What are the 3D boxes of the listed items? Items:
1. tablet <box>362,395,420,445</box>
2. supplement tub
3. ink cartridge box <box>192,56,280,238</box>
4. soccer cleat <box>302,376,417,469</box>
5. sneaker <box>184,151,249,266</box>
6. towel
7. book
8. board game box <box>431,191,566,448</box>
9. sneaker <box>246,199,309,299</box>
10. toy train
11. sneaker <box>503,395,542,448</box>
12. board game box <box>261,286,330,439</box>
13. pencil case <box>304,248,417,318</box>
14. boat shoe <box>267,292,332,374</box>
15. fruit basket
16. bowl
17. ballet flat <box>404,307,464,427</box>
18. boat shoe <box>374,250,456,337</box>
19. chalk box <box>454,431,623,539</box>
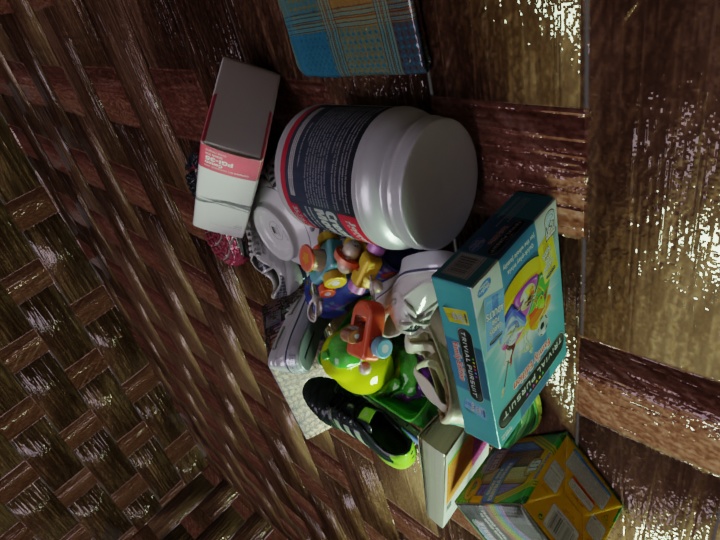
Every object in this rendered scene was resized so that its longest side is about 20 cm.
[{"bbox_3d":[0.086,0.263,0.893,0.128,0.014,0.200,24,163,43],"label":"tablet"},{"bbox_3d":[0.012,-0.103,0.601,0.197,0.140,0.143,18,136,44],"label":"supplement tub"},{"bbox_3d":[-0.177,-0.161,0.780,0.080,0.150,0.201,12,151,-14],"label":"ink cartridge box"},{"bbox_3d":[-0.002,0.207,0.802,0.197,0.068,0.082,31,153,19],"label":"soccer cleat"},{"bbox_3d":[-0.218,-0.106,0.907,0.080,0.073,0.205,-35,71,45],"label":"sneaker"},{"bbox_3d":[-0.017,-0.276,0.581,0.197,0.022,0.150,17,136,43],"label":"towel"},{"bbox_3d":[0.145,0.266,0.811,0.047,0.133,0.204,26,140,35],"label":"book"},{"bbox_3d":[0.149,0.050,0.561,0.046,0.150,0.204,16,135,42],"label":"board game box"},{"bbox_3d":[-0.159,-0.054,0.945,0.204,0.079,0.076,61,155,-1],"label":"sneaker"},{"bbox_3d":[-0.030,0.027,0.671,0.198,0.054,0.155,21,101,56],"label":"toy train"},{"bbox_3d":[0.170,0.135,0.687,0.073,0.083,0.204,4,124,52],"label":"sneaker"},{"bbox_3d":[-0.094,0.152,0.972,0.201,0.095,0.163,-119,7,-64],"label":"board game box"},{"bbox_3d":[0.000,0.000,0.759,0.199,0.085,0.080,-34,65,49],"label":"pencil case"},{"bbox_3d":[-0.086,0.068,0.852,0.065,0.202,0.075,-4,125,23],"label":"boat shoe"},{"bbox_3d":[0.026,0.118,0.793,0.213,0.156,0.217,35,160,15],"label":"fruit basket"},{"bbox_3d":[-0.096,-0.077,0.824,0.199,0.094,0.204,35,147,27],"label":"bowl"},{"bbox_3d":[0.090,0.102,0.696,0.071,0.067,0.203,91,163,-48],"label":"ballet flat"},{"bbox_3d":[0.061,0.036,0.636,0.200,0.069,0.072,139,136,-64],"label":"boat shoe"},{"bbox_3d":[0.226,0.319,0.766,0.125,0.123,0.200,50,151,0],"label":"chalk box"}]
